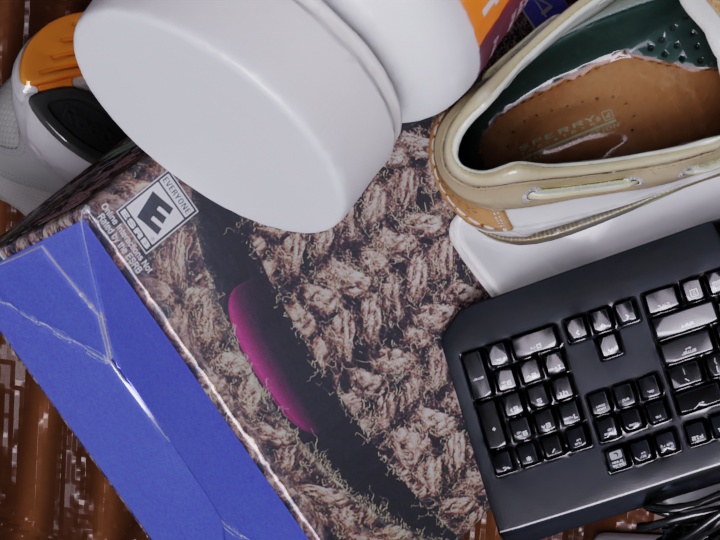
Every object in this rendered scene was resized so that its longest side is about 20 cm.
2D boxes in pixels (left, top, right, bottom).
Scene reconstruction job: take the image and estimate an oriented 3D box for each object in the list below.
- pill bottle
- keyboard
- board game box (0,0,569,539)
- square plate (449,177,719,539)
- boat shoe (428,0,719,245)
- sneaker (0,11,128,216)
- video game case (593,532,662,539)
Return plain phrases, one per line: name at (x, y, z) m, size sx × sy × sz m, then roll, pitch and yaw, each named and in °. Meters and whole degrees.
pill bottle at (0.008, -0.118, 0.892) m, size 0.114 × 0.114 × 0.201 m, roll 35°, pitch 68°, yaw -3°
keyboard at (0.128, 0.031, 0.903) m, size 0.199 × 0.040 × 0.105 m, roll -20°, pitch 84°, yaw 10°
board game box at (0.000, 0.000, 0.988) m, size 0.160 × 0.200 × 0.097 m, roll 54°, pitch 148°, yaw -9°
square plate at (0.162, 0.002, 0.932) m, size 0.200 × 0.028 × 0.198 m, roll -39°, pitch 81°, yaw 6°
boat shoe at (0.114, -0.066, 0.894) m, size 0.199 × 0.068 × 0.075 m, roll -30°, pitch 82°, yaw 7°
sneaker at (-0.052, -0.015, 1.076) m, size 0.200 × 0.076 × 0.092 m, roll 36°, pitch 146°, yaw -17°
video game case at (0.176, 0.198, 1.119) m, size 0.181 × 0.023 × 0.201 m, roll 2°, pitch 107°, yaw 9°
